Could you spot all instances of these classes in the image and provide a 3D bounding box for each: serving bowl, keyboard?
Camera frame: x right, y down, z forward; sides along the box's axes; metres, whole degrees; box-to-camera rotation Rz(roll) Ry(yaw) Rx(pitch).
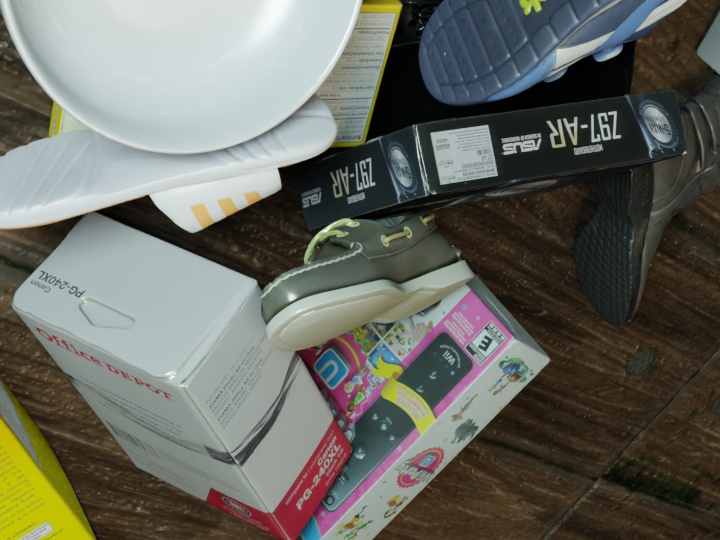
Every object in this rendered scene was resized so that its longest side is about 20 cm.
[{"bbox_3d":[-0.097,-0.165,0.778,0.200,0.066,0.201,-9,112,-25],"label":"serving bowl"},{"bbox_3d":[0.084,-0.143,0.974,0.200,0.040,0.104,-10,130,-14],"label":"keyboard"}]

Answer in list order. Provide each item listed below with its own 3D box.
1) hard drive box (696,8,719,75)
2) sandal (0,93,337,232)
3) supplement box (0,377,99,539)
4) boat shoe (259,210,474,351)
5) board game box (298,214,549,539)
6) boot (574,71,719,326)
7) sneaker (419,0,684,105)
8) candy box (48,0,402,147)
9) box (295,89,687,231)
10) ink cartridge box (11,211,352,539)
[{"bbox_3d":[0.366,-0.127,1.071,0.156,0.200,0.077,1,126,-38],"label":"hard drive box"},{"bbox_3d":[-0.114,-0.054,0.846,0.206,0.079,0.059,-15,136,-5],"label":"sandal"},{"bbox_3d":[-0.257,0.119,0.917,0.109,0.109,0.200,-31,139,-9],"label":"supplement box"},{"bbox_3d":[-0.002,0.001,0.905,0.072,0.060,0.202,-33,169,30],"label":"boat shoe"},{"bbox_3d":[0.007,0.076,1.036,0.200,0.148,0.064,-48,149,11],"label":"board game box"},{"bbox_3d":[0.241,-0.050,1.159,0.131,0.070,0.200,-25,143,-22],"label":"boot"},{"bbox_3d":[0.124,-0.153,0.877,0.200,0.074,0.082,-27,162,33],"label":"sneaker"},{"bbox_3d":[-0.078,-0.118,0.877,0.200,0.026,0.102,-4,131,-27],"label":"candy box"},{"bbox_3d":[0.081,-0.070,0.961,0.200,0.160,0.044,-10,89,-30],"label":"box"},{"bbox_3d":[-0.107,0.069,0.938,0.083,0.145,0.200,-54,146,-23],"label":"ink cartridge box"}]
